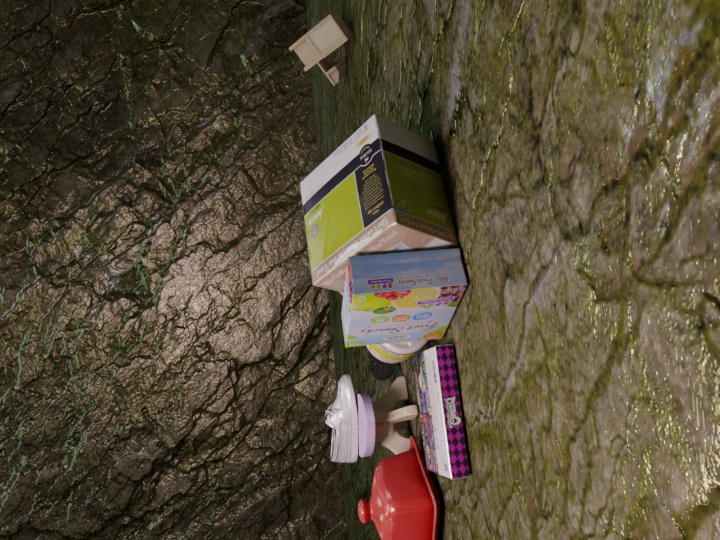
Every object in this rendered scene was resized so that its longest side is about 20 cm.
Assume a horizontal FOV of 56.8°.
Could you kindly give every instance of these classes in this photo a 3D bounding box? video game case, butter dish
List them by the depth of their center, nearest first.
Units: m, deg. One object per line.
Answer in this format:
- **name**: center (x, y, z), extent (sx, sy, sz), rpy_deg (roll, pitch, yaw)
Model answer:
- **video game case**: center (0.129, 0.231, 1.099), extent (0.181, 0.035, 0.203), rpy_deg (118, 146, -76)
- **butter dish**: center (0.067, 0.458, 1.291), extent (0.201, 0.146, 0.202), rpy_deg (-109, 17, -61)

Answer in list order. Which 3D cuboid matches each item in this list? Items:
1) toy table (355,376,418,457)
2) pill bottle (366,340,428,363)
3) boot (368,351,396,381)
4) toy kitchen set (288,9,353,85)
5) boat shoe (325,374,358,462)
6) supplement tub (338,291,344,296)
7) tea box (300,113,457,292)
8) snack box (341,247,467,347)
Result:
- **toy table**: center (0.052, 0.325, 1.430), extent (0.200, 0.115, 0.186), rpy_deg (119, 146, -75)
- **pill bottle**: center (0.064, 0.111, 1.231), extent (0.200, 0.110, 0.113), rpy_deg (115, 149, -74)
- **boot**: center (0.054, 0.206, 1.588), extent (0.201, 0.067, 0.132), rpy_deg (-92, -1, -46)
- **toy kitchen set**: center (-0.057, -0.642, 1.885), extent (0.164, 0.179, 0.201), rpy_deg (50, -137, -19)
- **boat shoe**: center (-0.044, 0.325, 1.456), extent (0.072, 0.068, 0.203), rpy_deg (-118, 26, -69)
- **supplement tub**: center (0.000, 0.000, 1.322), extent (0.200, 0.121, 0.124), rpy_deg (48, -155, -50)
- **tea box**: center (0.021, -0.091, 1.035), extent (0.199, 0.133, 0.199), rpy_deg (-34, 53, 40)
- **snack box**: center (0.059, 0.047, 1.017), extent (0.201, 0.166, 0.068), rpy_deg (98, 166, -63)
